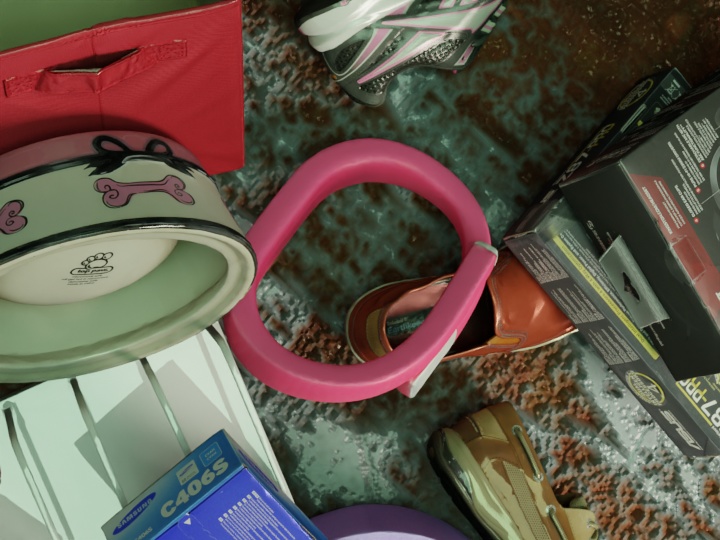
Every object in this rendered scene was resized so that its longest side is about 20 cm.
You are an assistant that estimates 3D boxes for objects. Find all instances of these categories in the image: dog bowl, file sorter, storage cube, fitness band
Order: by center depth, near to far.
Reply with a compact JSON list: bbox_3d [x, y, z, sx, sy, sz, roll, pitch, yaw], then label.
[{"bbox_3d":[-0.166,-0.158,1.256,0.170,0.180,0.201,-14,63,-10],"label":"storage cube"},{"bbox_3d":[-0.163,-0.009,1.257,0.198,0.200,0.074,-13,68,-10],"label":"dog bowl"},{"bbox_3d":[-0.149,0.132,1.350,0.199,0.124,0.140,-24,101,-8],"label":"file sorter"},{"bbox_3d":[0.000,0.000,1.353,0.143,0.038,0.200,29,55,10],"label":"fitness band"}]

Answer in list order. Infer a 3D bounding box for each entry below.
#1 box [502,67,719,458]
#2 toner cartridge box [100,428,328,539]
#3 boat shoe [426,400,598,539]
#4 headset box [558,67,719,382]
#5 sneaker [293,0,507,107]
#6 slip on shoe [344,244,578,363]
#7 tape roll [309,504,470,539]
[{"bbox_3d":[0.210,-0.004,1.421,0.200,0.049,0.161,48,65,-13],"label":"box"},{"bbox_3d":[-0.057,0.191,1.303,0.095,0.043,0.200,-39,126,0],"label":"toner cartridge box"},{"bbox_3d":[0.122,0.176,1.435,0.074,0.076,0.201,-34,102,-9],"label":"boat shoe"},{"bbox_3d":[0.231,-0.037,1.366,0.200,0.077,0.149,-36,97,-26],"label":"headset box"},{"bbox_3d":[0.060,-0.174,1.392,0.199,0.080,0.087,-26,112,1],"label":"sneaker"},{"bbox_3d":[0.089,0.021,1.415,0.198,0.061,0.075,-14,96,-15],"label":"slip on shoe"},{"bbox_3d":[0.009,0.257,1.415,0.198,0.066,0.202,-1,101,-6],"label":"tape roll"}]
